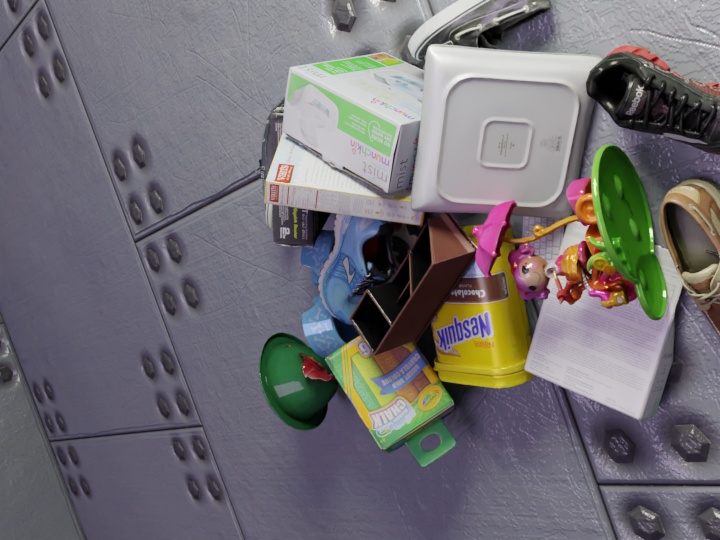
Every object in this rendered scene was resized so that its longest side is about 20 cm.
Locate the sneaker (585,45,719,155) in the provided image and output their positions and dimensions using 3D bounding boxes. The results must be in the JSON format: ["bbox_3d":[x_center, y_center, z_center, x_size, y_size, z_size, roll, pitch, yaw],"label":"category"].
[{"bbox_3d":[0.312,-0.164,0.852,0.200,0.098,0.071,36,129,30],"label":"sneaker"}]

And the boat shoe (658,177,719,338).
[{"bbox_3d":[0.364,0.004,0.885,0.076,0.074,0.200,-29,84,50],"label":"boat shoe"}]

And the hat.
[{"bbox_3d":[-0.049,0.158,1.367,0.176,0.200,0.166,-29,128,30],"label":"hat"}]

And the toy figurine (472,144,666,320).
[{"bbox_3d":[0.221,-0.021,0.954,0.184,0.150,0.200,-14,110,37],"label":"toy figurine"}]

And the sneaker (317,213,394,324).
[{"bbox_3d":[0.000,0.000,1.158,0.090,0.078,0.200,43,138,37],"label":"sneaker"}]

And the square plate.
[{"bbox_3d":[0.165,-0.150,0.971,0.028,0.198,0.200,-90,4,-62],"label":"square plate"}]

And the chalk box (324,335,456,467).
[{"bbox_3d":[0.058,0.184,1.229,0.200,0.124,0.124,55,179,15],"label":"chalk box"}]

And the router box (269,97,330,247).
[{"bbox_3d":[-0.085,-0.152,1.247,0.062,0.150,0.200,3,113,7],"label":"router box"}]

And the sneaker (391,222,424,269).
[{"bbox_3d":[0.042,-0.092,1.201,0.083,0.081,0.200,178,82,-71],"label":"sneaker"}]

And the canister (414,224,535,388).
[{"bbox_3d":[0.152,0.044,1.128,0.148,0.087,0.200,-1,104,50],"label":"canister"}]

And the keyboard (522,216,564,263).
[{"bbox_3d":[0.227,-0.089,1.044,0.056,0.011,0.200,20,121,42],"label":"keyboard"}]

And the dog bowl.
[{"bbox_3d":[-0.036,0.031,1.290,0.050,0.111,0.200,-11,76,35],"label":"dog bowl"}]

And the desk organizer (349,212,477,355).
[{"bbox_3d":[0.064,0.021,1.095,0.072,0.077,0.200,54,140,24],"label":"desk organizer"}]

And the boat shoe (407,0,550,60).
[{"bbox_3d":[0.136,-0.288,1.010,0.200,0.071,0.064,-22,89,48],"label":"boat shoe"}]

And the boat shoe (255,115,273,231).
[{"bbox_3d":[-0.126,-0.159,1.358,0.062,0.075,0.200,27,120,44],"label":"boat shoe"}]

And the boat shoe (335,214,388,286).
[{"bbox_3d":[-0.001,-0.073,1.263,0.064,0.071,0.200,-14,88,56],"label":"boat shoe"}]

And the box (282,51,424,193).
[{"bbox_3d":[0.031,-0.193,1.086,0.200,0.176,0.097,35,128,34],"label":"box"}]

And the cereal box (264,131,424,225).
[{"bbox_3d":[-0.014,-0.121,1.090,0.200,0.144,0.040,8,126,1],"label":"cereal box"}]

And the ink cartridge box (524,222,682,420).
[{"bbox_3d":[0.298,0.056,1.015,0.161,0.050,0.200,23,103,38],"label":"ink cartridge box"}]
